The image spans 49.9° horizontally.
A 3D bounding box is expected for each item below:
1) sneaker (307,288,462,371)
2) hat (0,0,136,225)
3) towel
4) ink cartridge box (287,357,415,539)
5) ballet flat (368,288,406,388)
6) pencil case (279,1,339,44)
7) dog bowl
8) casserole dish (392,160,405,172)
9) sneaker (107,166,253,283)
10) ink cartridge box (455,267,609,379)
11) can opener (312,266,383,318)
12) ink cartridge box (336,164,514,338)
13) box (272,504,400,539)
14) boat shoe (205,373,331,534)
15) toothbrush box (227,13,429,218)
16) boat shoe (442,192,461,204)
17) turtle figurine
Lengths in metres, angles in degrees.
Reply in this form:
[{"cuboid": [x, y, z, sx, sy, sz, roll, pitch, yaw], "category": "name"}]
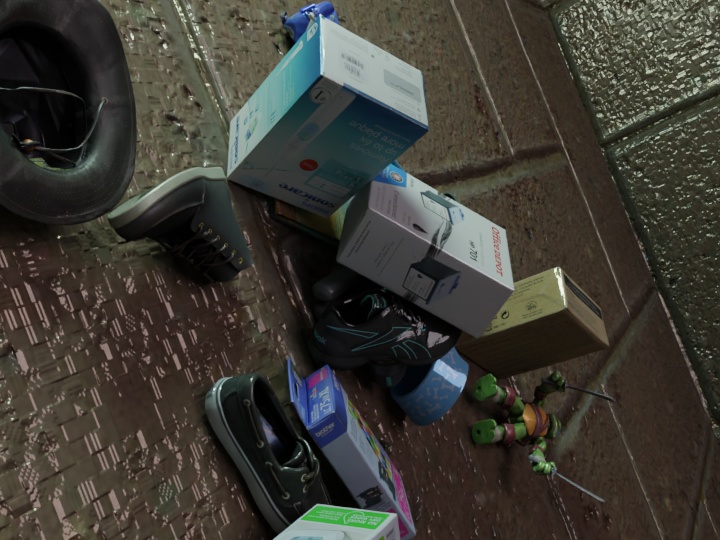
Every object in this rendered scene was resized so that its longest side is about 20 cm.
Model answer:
[{"cuboid": [0.038, 0.065, 0.899, 0.196, 0.081, 0.076, -7, 40, -25], "category": "sneaker"}, {"cuboid": [-0.270, -0.136, 0.627, 0.199, 0.079, 0.206, 8, 81, -58], "category": "hat"}, {"cuboid": [-0.052, -0.104, 1.015, 0.198, 0.021, 0.150, 23, 52, -49], "category": "towel"}, {"cuboid": [-0.011, 0.185, 0.829, 0.202, 0.042, 0.120, 56, 4, -16], "category": "ink cartridge box"}, {"cuboid": [0.041, 0.073, 1.013, 0.073, 0.072, 0.202, 49, 29, -27], "category": "ballet flat"}, {"cuboid": [-0.039, -0.279, 1.089, 0.087, 0.077, 0.204, -84, 150, -87], "category": "pencil case"}, {"cuboid": [0.090, 0.106, 1.026, 0.049, 0.111, 0.203, 35, 41, -22], "category": "dog bowl"}, {"cuboid": [0.064, -0.078, 1.149, 0.200, 0.038, 0.123, 47, 36, -43], "category": "casserole dish"}, {"cuboid": [-0.154, -0.033, 0.723, 0.108, 0.073, 0.200, 66, 16, -7], "category": "sneaker"}, {"cuboid": [0.264, 0.089, 1.218, 0.164, 0.197, 0.077, 34, 44, -44], "category": "ink cartridge box"}, {"cuboid": [0.000, 0.000, 0.988, 0.199, 0.066, 0.055, -30, 127, -44], "category": "can opener"}, {"cuboid": [0.079, -0.030, 0.932, 0.197, 0.087, 0.148, 27, 30, -11], "category": "ink cartridge box"}, {"cuboid": [-0.031, 0.330, 0.641, 0.175, 0.095, 0.205, -20, 104, -59], "category": "box"}, {"cuboid": [-0.073, 0.186, 0.740, 0.202, 0.056, 0.069, 58, 31, -16], "category": "boat shoe"}, {"cuboid": [-0.041, -0.161, 0.864, 0.144, 0.199, 0.087, 19, 54, -33], "category": "toothbrush box"}, {"cuboid": [0.128, -0.049, 1.151, 0.057, 0.068, 0.201, 56, 23, -23], "category": "boat shoe"}, {"cuboid": [0.273, 0.226, 1.175, 0.191, 0.147, 0.200, 17, 12, -32], "category": "turtle figurine"}]
